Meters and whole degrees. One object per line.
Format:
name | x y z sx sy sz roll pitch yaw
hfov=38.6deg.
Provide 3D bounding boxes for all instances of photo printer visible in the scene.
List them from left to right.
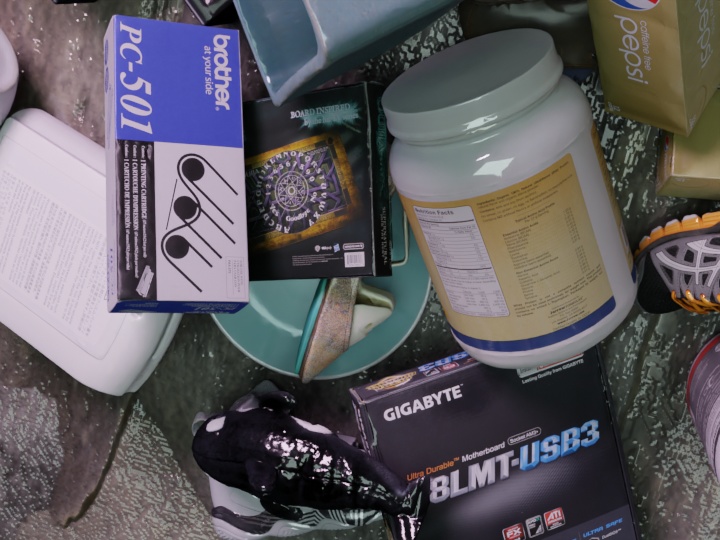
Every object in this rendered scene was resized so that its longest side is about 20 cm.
photo printer | -0.217 -0.012 0.808 0.199 0.069 0.168 30 106 24

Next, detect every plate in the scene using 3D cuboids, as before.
plate | -0.038 -0.011 0.836 0.197 0.026 0.203 2 105 9

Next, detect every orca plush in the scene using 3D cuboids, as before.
orca plush | -0.052 0.162 0.762 0.198 0.071 0.106 27 117 19

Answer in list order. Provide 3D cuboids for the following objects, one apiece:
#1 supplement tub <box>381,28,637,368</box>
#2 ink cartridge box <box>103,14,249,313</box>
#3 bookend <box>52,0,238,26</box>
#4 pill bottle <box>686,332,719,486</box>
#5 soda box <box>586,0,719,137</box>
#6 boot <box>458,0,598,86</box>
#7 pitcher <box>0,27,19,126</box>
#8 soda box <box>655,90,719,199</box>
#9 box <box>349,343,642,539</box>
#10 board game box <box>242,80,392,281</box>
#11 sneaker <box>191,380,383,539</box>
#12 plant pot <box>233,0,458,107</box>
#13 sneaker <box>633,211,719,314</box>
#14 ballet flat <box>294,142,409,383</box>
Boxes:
supplement tub | 0.104 -0.050 0.721 0.142 0.145 0.202 -17 116 13
ink cartridge box | -0.131 -0.072 0.726 0.093 0.044 0.203 2 77 -23
bookend | -0.157 -0.248 0.759 0.199 0.092 0.200 -34 97 16
pill bottle | 0.302 0.117 0.723 0.114 0.200 0.118 2 105 8
soda box | 0.180 -0.175 0.625 0.063 0.201 0.068 24 68 33
boot | 0.168 -0.182 0.751 0.197 0.075 0.098 2 127 2
pitcher | -0.376 -0.151 0.815 0.198 0.121 0.174 -26 84 25
soda box | 0.314 -0.083 0.724 0.197 0.068 0.065 5 83 8
box | 0.110 0.160 0.810 0.197 0.050 0.201 -16 102 -11
board game box | -0.067 -0.060 0.770 0.198 0.028 0.138 -2 90 34
sneaker | -0.045 0.151 0.851 0.197 0.075 0.116 -14 104 15
plant pot | 0.015 -0.237 0.614 0.198 0.196 0.199 -23 97 -11
sneaker | 0.263 0.002 0.721 0.077 0.199 0.078 16 66 -25
ballet flat | 0.000 0.000 0.787 0.066 0.068 0.203 14 107 -1
